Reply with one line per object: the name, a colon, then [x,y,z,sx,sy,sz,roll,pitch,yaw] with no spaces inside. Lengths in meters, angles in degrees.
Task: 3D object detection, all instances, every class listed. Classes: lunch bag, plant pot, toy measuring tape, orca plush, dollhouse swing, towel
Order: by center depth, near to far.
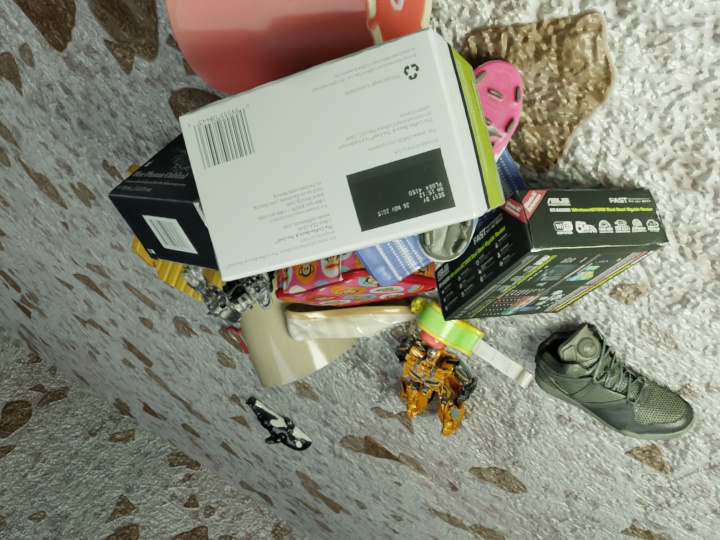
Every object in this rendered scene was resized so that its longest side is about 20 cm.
plant pot: [-0.042,-0.248,0.628,0.177,0.201,0.201,11,142,24]
towel: [0.067,-0.081,0.772,0.200,0.024,0.145,-30,115,13]
lunch bag: [0.000,0.000,0.959,0.176,0.082,0.200,7,166,-44]
toy measuring tape: [0.141,0.094,0.980,0.200,0.074,0.074,36,153,31]
plant pot: [-0.124,0.052,1.157,0.187,0.187,0.200,-11,110,53]
dollhouse swing: [-0.304,-0.053,1.178,0.200,0.182,0.176,25,-175,23]
orca plush: [-0.222,0.406,1.837,0.200,0.071,0.105,43,150,-8]

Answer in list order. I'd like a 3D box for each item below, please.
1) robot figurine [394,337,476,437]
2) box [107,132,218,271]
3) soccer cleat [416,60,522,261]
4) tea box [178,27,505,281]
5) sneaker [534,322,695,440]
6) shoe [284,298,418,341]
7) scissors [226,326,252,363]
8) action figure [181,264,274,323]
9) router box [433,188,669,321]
robot figurine: [0.118,0.190,1.172,0.145,0.058,0.200,22,147,25]
box: [-0.184,-0.110,0.945,0.196,0.200,0.118,9,137,41]
soccer cleat: [0.098,-0.107,0.709,0.070,0.200,0.086,18,-170,-5]
tea box: [-0.001,-0.087,0.588,0.200,0.197,0.134,-14,93,17]
sneaker: [0.303,0.133,0.872,0.199,0.076,0.114,26,155,31]
shoe: [-0.011,0.073,1.066,0.199,0.070,0.054,-3,102,0]
scissors: [-0.245,0.195,1.627,0.073,0.014,0.200,13,140,34]
action figure: [-0.172,0.014,0.984,0.102,0.119,0.200,63,171,-9]
router box: [0.184,-0.012,0.733,0.149,0.062,0.200,-2,158,-20]
